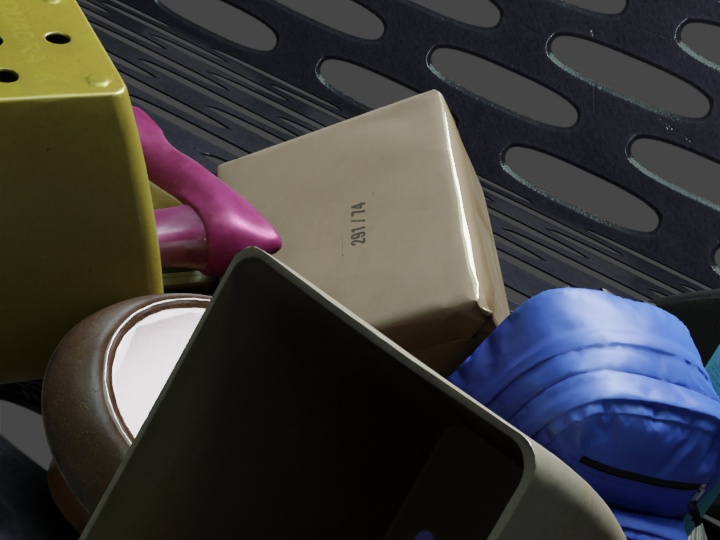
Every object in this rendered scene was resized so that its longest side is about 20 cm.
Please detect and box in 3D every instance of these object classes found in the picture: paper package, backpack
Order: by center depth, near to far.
[{"bbox_3d":[0.134,0.122,0.869,0.161,0.201,0.169,12,39,-32],"label":"backpack"},{"bbox_3d":[0.000,0.000,0.985,0.104,0.188,0.202,59,18,-48],"label":"paper package"}]

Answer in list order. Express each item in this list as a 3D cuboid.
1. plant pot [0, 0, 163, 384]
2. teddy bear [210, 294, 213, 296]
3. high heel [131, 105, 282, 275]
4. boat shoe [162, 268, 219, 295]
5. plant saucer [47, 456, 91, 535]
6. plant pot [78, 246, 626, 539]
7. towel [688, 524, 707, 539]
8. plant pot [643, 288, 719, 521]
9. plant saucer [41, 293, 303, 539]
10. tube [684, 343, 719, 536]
[{"bbox_3d":[-0.232,-0.063,0.865,0.198,0.178,0.201,-7,39,-26],"label":"plant pot"},{"bbox_3d":[-0.114,0.011,1.156,0.197,0.068,0.145,2,-25,-22],"label":"teddy bear"},{"bbox_3d":[-0.121,-0.062,1.001,0.095,0.068,0.200,-3,28,-17],"label":"high heel"},{"bbox_3d":[-0.197,-0.009,1.012,0.197,0.066,0.073,0,-10,9],"label":"boat shoe"},{"bbox_3d":[-0.086,0.137,0.840,0.198,0.033,0.200,22,13,-5],"label":"plant saucer"},{"bbox_3d":[0.011,0.139,0.663,0.199,0.201,0.176,33,5,42],"label":"plant pot"},{"bbox_3d":[0.224,0.147,1.086,0.034,0.195,0.200,-19,-3,13],"label":"towel"},{"bbox_3d":[0.332,0.125,1.283,0.198,0.203,0.176,21,-8,-41],"label":"plant pot"},{"bbox_3d":[-0.080,0.083,0.797,0.198,0.035,0.202,20,40,-18],"label":"plant saucer"},{"bbox_3d":[0.214,0.134,0.936,0.050,0.202,0.078,12,28,-31],"label":"tube"}]
